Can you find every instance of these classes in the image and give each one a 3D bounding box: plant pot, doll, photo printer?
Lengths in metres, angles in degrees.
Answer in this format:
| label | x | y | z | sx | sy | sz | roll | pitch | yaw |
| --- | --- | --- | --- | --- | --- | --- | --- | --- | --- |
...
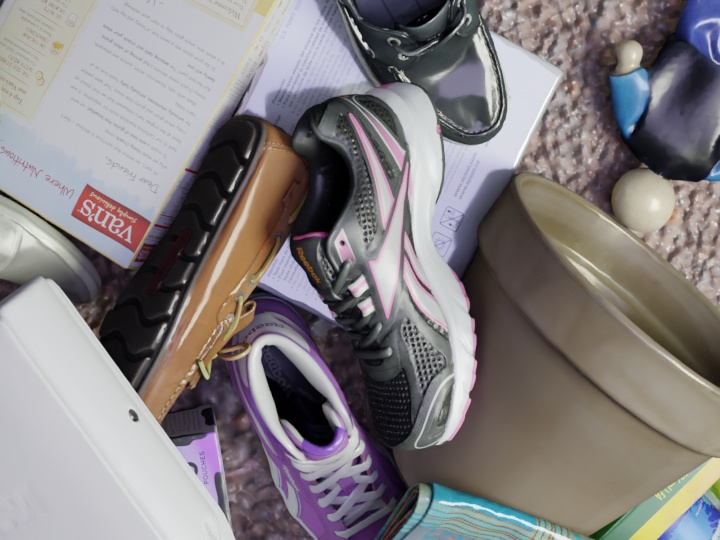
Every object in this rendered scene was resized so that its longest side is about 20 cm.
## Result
| label | x | y | z | sx | sy | sz | roll | pitch | yaw |
| --- | --- | --- | --- | --- | --- | --- | --- | --- | --- |
| plant pot | 0.113 | 0.072 | 0.913 | 0.199 | 0.200 | 0.174 | 36 | 108 | -12 |
| doll | 0.218 | -0.112 | 0.960 | 0.136 | 0.048 | 0.201 | 31 | 92 | -11 |
| photo printer | -0.170 | 0.125 | 0.824 | 0.165 | 0.070 | 0.201 | -30 | 101 | 25 |

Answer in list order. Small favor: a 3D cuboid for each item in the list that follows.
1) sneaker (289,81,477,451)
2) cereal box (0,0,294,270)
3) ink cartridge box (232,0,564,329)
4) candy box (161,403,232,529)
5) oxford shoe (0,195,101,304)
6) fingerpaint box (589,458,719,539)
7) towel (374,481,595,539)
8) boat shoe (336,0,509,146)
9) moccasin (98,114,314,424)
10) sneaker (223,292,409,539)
| label | x | y | z | sx | sy | sz | roll | pitch | yaw |
| --- | --- | --- | --- | --- | --- | --- | --- | --- | --- |
| sneaker | 0.000 | 0.000 | 0.856 | 0.086 | 0.080 | 0.203 | -7 | 84 | -38 |
| cereal box | -0.136 | -0.121 | 0.884 | 0.143 | 0.040 | 0.201 | 31 | 94 | 10 |
| ink cartridge box | -0.009 | -0.076 | 0.932 | 0.198 | 0.041 | 0.201 | 27 | 93 | -10 |
| candy box | -0.171 | 0.184 | 0.930 | 0.197 | 0.072 | 0.170 | -9 | 100 | -7 |
| oxford shoe | -0.232 | -0.022 | 0.867 | 0.199 | 0.075 | 0.058 | 33 | 62 | -36 |
| fingerpaint box | 0.221 | 0.190 | 0.993 | 0.200 | 0.073 | 0.167 | -43 | 102 | -1 |
| towel | 0.090 | 0.198 | 0.900 | 0.198 | 0.022 | 0.147 | 22 | 128 | -14 |
| boat shoe | 0.026 | -0.151 | 0.866 | 0.074 | 0.066 | 0.201 | -29 | 107 | -2 |
| moccasin | -0.087 | 0.015 | 0.872 | 0.077 | 0.073 | 0.203 | 34 | 77 | -38 |
| sneaker | -0.020 | 0.115 | 0.922 | 0.072 | 0.114 | 0.202 | -34 | 106 | -4 |
